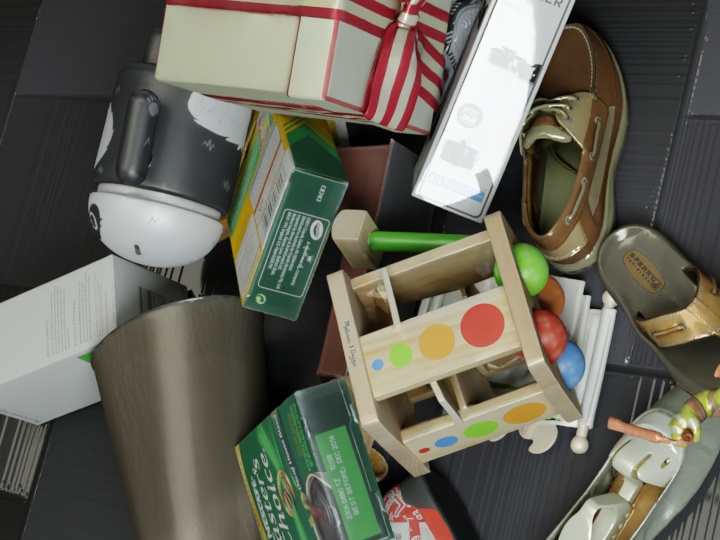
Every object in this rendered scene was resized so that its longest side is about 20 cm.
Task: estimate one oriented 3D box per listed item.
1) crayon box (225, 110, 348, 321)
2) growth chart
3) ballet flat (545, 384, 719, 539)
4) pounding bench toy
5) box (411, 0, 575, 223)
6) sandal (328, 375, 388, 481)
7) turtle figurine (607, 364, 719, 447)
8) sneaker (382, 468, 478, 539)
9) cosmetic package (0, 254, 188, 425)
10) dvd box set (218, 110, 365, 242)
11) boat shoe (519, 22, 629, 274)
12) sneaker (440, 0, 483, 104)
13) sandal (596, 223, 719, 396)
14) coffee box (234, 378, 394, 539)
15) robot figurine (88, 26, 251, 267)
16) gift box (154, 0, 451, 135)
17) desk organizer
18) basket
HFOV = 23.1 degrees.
[{"bbox_3d":[-0.065,-0.062,1.464,0.200,0.051,0.127,-109,37,-62],"label":"crayon box"},{"bbox_3d":[0.113,0.060,1.375,0.199,0.018,0.146,16,84,40],"label":"growth chart"},{"bbox_3d":[0.190,0.159,1.246,0.067,0.064,0.201,37,97,40],"label":"ballet flat"},{"bbox_3d":[0.070,0.022,1.312,0.155,0.124,0.201,-21,61,12],"label":"pounding bench toy"},{"bbox_3d":[0.104,-0.149,1.367,0.060,0.117,0.201,21,103,-3],"label":"box"},{"bbox_3d":[-0.005,0.156,1.389,0.078,0.069,0.213,60,147,32],"label":"sandal"},{"bbox_3d":[0.274,0.087,1.144,0.199,0.161,0.065,-16,63,33],"label":"turtle figurine"},{"bbox_3d":[0.051,0.256,1.316,0.108,0.067,0.202,-42,49,19],"label":"sneaker"},{"bbox_3d":[-0.262,0.066,1.605,0.199,0.107,0.086,-23,61,31],"label":"cosmetic package"},{"bbox_3d":[-0.090,-0.122,1.594,0.199,0.029,0.147,-27,58,28],"label":"dvd box set"},{"bbox_3d":[0.161,-0.101,1.362,0.075,0.074,0.202,-13,65,33],"label":"boat shoe"},{"bbox_3d":[0.090,-0.239,1.475,0.115,0.075,0.201,34,91,43],"label":"sneaker"},{"bbox_3d":[0.235,0.024,1.261,0.082,0.055,0.200,-37,49,1],"label":"sandal"},{"bbox_3d":[-0.038,0.163,1.307,0.200,0.044,0.124,137,117,-67],"label":"coffee box"},{"bbox_3d":[-0.165,-0.104,1.516,0.124,0.149,0.202,5,81,52],"label":"robot figurine"},{"bbox_3d":[-0.020,-0.207,1.354,0.185,0.199,0.186,10,95,32],"label":"gift box"},{"bbox_3d":[0.000,0.000,1.452,0.077,0.072,0.202,0,73,40],"label":"desk organizer"},{"bbox_3d":[-0.137,0.149,1.463,0.180,0.135,0.202,-36,57,41],"label":"basket"}]
